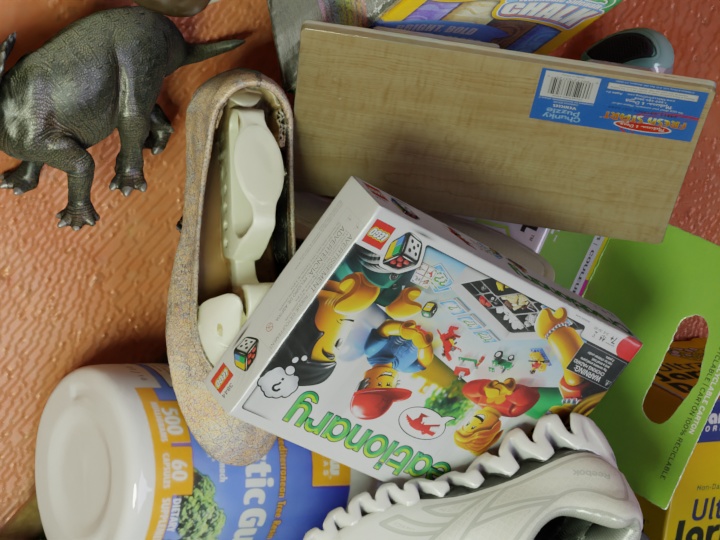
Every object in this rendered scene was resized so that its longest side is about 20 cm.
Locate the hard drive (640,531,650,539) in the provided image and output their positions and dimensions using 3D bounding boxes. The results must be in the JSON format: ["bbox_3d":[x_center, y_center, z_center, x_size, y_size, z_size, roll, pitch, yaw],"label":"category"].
[{"bbox_3d":[0.112,0.148,1.405,0.038,0.200,0.140,-50,128,-7],"label":"hard drive"}]

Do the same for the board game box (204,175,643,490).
[{"bbox_3d":[0.035,0.045,1.238,0.200,0.035,0.126,26,105,-39],"label":"board game box"}]

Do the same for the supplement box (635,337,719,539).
[{"bbox_3d":[0.189,0.152,1.517,0.109,0.109,0.200,-3,108,-34],"label":"supplement box"}]

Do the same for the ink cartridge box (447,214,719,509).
[{"bbox_3d":[0.099,0.019,1.342,0.076,0.200,0.148,21,94,-57],"label":"ink cartridge box"}]

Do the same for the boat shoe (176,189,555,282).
[{"bbox_3d":[0.000,0.000,1.303,0.200,0.074,0.060,12,111,3],"label":"boat shoe"}]

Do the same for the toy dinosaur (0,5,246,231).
[{"bbox_3d":[-0.132,-0.088,1.228,0.200,0.077,0.102,-20,130,-24],"label":"toy dinosaur"}]

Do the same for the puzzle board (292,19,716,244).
[{"bbox_3d":[0.066,-0.070,1.243,0.200,0.151,0.017,8,61,0],"label":"puzzle board"}]

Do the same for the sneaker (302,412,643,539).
[{"bbox_3d":[0.047,0.143,1.238,0.200,0.081,0.075,-26,133,-8],"label":"sneaker"}]

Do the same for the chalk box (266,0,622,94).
[{"bbox_3d":[0.053,-0.177,1.228,0.124,0.200,0.125,3,68,-36],"label":"chalk box"}]

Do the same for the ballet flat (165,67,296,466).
[{"bbox_3d":[-0.059,-0.004,1.232,0.068,0.067,0.200,-1,84,-23],"label":"ballet flat"}]

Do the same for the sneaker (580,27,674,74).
[{"bbox_3d":[0.156,-0.036,1.454,0.140,0.078,0.200,19,104,-40],"label":"sneaker"}]

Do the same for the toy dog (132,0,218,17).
[{"bbox_3d":[-0.099,-0.189,1.135,0.194,0.200,0.140,16,96,-38],"label":"toy dog"}]

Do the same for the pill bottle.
[{"bbox_3d":[-0.062,0.104,1.323,0.200,0.112,0.112,0,106,-35],"label":"pill bottle"}]
